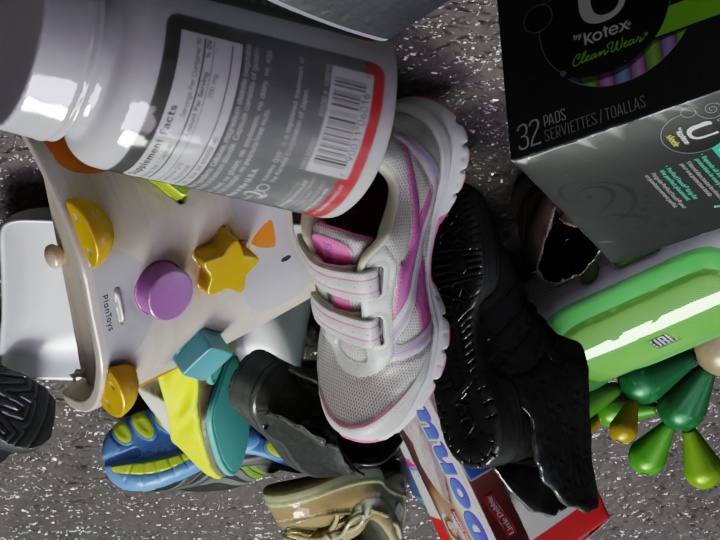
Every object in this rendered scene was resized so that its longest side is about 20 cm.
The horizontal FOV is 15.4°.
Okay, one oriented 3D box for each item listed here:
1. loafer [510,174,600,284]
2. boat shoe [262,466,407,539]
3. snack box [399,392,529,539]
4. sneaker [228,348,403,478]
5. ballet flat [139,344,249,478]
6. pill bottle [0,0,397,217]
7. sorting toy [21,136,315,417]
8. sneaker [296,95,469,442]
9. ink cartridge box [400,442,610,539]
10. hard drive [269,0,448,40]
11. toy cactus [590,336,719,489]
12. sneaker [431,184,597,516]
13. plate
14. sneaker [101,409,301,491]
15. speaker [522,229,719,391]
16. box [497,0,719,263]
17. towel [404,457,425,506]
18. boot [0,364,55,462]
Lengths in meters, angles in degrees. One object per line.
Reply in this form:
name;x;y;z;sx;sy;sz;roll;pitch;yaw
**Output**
loafer;0.151;-0.055;1.561;0.073;0.071;0.200;6;148;-16
boat shoe;-0.012;0.175;1.875;0.073;0.064;0.201;-11;171;13
snack box;0.040;0.081;1.625;0.024;0.201;0.072;-28;-172;-21
sneaker;-0.014;0.103;1.695;0.104;0.060;0.200;23;171;32
ballet flat;-0.111;0.062;1.689;0.067;0.067;0.200;14;149;12
pill bottle;-0.091;-0.101;1.416;0.199;0.114;0.114;12;146;-24
sorting toy;-0.090;-0.020;1.530;0.179;0.107;0.201;-21;122;-21
sneaker;0.000;0.000;1.518;0.081;0.201;0.088;10;-172;35
ink cartridge box;0.083;0.117;1.700;0.067;0.201;0.116;-32;-160;-24
hard drive;-0.019;-0.177;1.262;0.199;0.043;0.135;24;141;-39
toy cactus;0.227;0.069;1.784;0.199;0.103;0.165;14;127;-23
sneaker;0.089;0.048;1.584;0.060;0.201;0.104;-13;173;41
plate;-0.128;0.011;1.680;0.199;0.032;0.200;1;150;-8
sneaker;-0.078;0.112;1.837;0.198;0.071;0.083;-10;173;3
speaker;0.188;0.012;1.665;0.199;0.089;0.088;-26;143;32
box;0.187;-0.118;1.383;0.199;0.149;0.124;-20;145;24
towel;0.084;0.109;1.851;0.111;0.049;0.200;0;151;4
boot;-0.311;0.094;1.775;0.165;0.066;0.200;35;151;-17
